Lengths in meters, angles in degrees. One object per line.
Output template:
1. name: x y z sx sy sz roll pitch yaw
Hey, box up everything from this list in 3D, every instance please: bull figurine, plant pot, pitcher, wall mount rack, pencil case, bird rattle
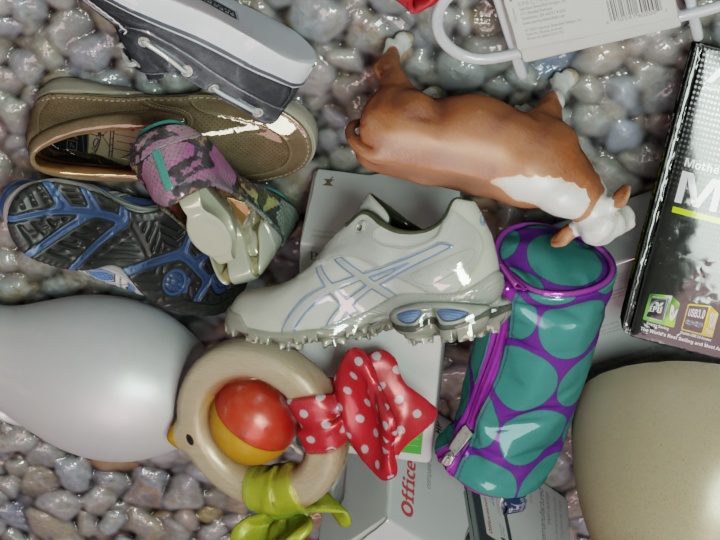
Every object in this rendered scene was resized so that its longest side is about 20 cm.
1. bull figurine: 0.089 -0.083 1.038 0.198 0.122 0.066 16 132 -8
2. plant pot: 0.233 0.167 1.100 0.198 0.136 0.201 12 154 6
3. pitcher: -0.219 0.086 1.233 0.197 0.122 0.172 10 153 10
4. wall mount rack: 0.131 -0.204 0.966 0.197 0.075 0.175 -11 133 14
5. pencil case: 0.109 0.066 1.098 0.092 0.085 0.202 -16 135 -32
6. bird rattle: -0.054 0.116 1.114 0.162 0.113 0.201 34 131 4

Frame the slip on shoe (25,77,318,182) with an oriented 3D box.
1. slip on shoe: -0.129 -0.087 1.096 0.197 0.061 0.077 9 131 -2

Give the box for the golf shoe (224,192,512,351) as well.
1. golf shoe: 0.000 0.000 1.039 0.198 0.078 0.099 -6 94 24

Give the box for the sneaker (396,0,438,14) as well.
1. sneaker: -0.020 -0.192 0.951 0.198 0.078 0.117 -25 84 25

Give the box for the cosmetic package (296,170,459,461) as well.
1. cosmetic package: 0.010 0.035 1.163 0.106 0.085 0.202 6 132 5

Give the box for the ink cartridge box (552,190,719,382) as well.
1. ink cartridge box: 0.198 0.050 1.179 0.115 0.067 0.201 -18 127 21

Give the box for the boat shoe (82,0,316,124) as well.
1. boat shoe: -0.127 -0.154 1.029 0.198 0.072 0.068 24 116 -24

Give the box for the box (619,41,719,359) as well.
1. box: 0.285 -0.031 1.040 0.198 0.048 0.196 15 103 5

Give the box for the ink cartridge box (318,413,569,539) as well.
1. ink cartridge box: 0.071 0.207 1.276 0.199 0.145 0.084 34 125 -23

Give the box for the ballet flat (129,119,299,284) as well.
1. ballet flat: -0.092 -0.033 1.076 0.068 0.072 0.200 -21 157 13

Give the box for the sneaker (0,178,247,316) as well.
1. sneaker: -0.167 -0.025 1.156 0.199 0.077 0.076 24 92 -33
